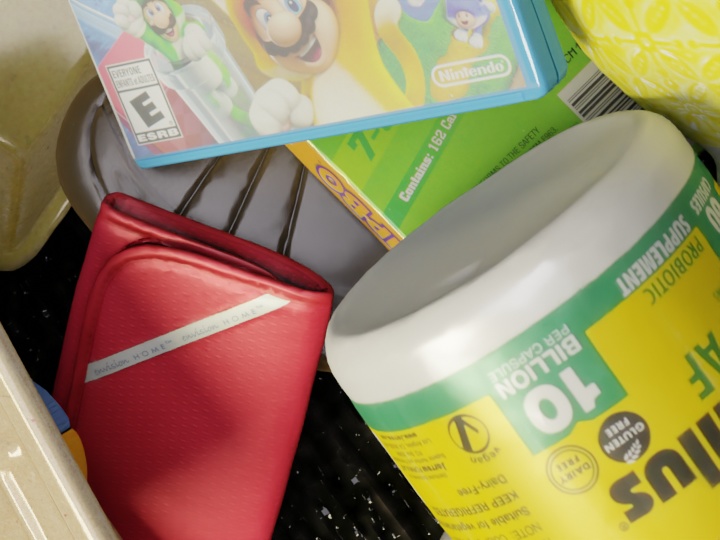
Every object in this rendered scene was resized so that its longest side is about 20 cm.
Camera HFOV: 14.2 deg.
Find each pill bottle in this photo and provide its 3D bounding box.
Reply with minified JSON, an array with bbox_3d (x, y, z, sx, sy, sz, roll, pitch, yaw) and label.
[{"bbox_3d":[0.089,0.067,0.775,0.113,0.113,0.200,-34,101,7],"label":"pill bottle"}]

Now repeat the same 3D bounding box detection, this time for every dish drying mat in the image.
[{"bbox_3d":[-0.064,0.073,0.874,0.077,0.018,0.200,20,123,5],"label":"dish drying mat"}]

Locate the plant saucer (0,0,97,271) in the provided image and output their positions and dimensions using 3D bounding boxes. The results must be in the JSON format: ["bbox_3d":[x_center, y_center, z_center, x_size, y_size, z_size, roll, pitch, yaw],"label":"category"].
[{"bbox_3d":[-0.125,-0.135,0.906,0.200,0.048,0.200,37,95,4],"label":"plant saucer"}]

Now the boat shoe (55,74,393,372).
[{"bbox_3d":[0.000,0.000,0.878,0.200,0.065,0.073,29,90,-3],"label":"boat shoe"}]

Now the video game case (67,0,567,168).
[{"bbox_3d":[-0.039,-0.128,0.768,0.143,0.018,0.201,-8,112,36],"label":"video game case"}]

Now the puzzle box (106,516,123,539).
[{"bbox_3d":[-0.149,0.067,0.893,0.133,0.025,0.200,-36,88,40],"label":"puzzle box"}]

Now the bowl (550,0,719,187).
[{"bbox_3d":[0.138,-0.069,0.789,0.199,0.200,0.108,2,98,7],"label":"bowl"}]

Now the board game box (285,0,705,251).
[{"bbox_3d":[0.003,-0.079,0.843,0.200,0.030,0.096,46,74,-1],"label":"board game box"}]

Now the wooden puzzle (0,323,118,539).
[{"bbox_3d":[-0.156,0.040,0.844,0.185,0.046,0.201,-25,90,40],"label":"wooden puzzle"}]

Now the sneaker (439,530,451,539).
[{"bbox_3d":[0.099,0.127,0.868,0.200,0.079,0.096,38,65,-17],"label":"sneaker"}]
